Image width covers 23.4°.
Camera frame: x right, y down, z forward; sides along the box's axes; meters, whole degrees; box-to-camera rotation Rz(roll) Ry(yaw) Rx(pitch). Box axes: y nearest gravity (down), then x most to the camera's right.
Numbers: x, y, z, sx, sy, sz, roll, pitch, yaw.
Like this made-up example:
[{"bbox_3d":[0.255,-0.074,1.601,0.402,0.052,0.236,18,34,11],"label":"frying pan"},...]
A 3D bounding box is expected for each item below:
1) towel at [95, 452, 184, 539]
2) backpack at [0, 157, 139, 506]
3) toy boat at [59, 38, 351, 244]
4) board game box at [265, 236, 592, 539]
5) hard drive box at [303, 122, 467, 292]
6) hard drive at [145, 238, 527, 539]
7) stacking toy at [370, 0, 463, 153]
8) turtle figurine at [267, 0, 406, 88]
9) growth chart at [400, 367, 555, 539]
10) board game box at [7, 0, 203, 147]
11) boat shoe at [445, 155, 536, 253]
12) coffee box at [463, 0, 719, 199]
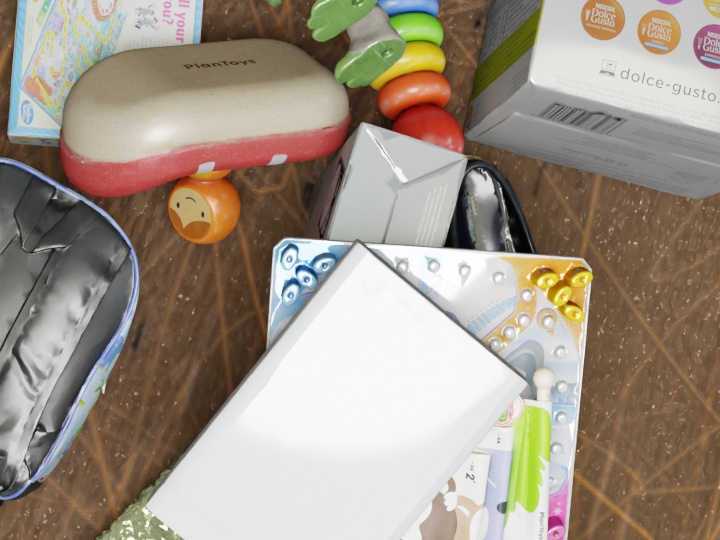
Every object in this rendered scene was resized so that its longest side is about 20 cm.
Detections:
[{"bbox_3d":[-0.116,0.218,1.220,0.148,0.036,0.200,43,73,-1],"label":"towel"},{"bbox_3d":[-0.248,0.032,1.172,0.182,0.147,0.201,33,84,-3],"label":"backpack"},{"bbox_3d":[-0.108,-0.080,1.198,0.198,0.130,0.132,-9,119,-26],"label":"toy boat"},{"bbox_3d":[0.039,0.087,1.072,0.198,0.026,0.202,4,97,-5],"label":"board game box"},{"bbox_3d":[0.000,0.000,1.186,0.076,0.200,0.157,17,81,-6],"label":"hard drive box"},{"bbox_3d":[-0.014,0.101,1.028,0.132,0.026,0.200,39,95,-7],"label":"hard drive"},{"bbox_3d":[0.027,-0.160,1.252,0.085,0.085,0.202,-10,78,-9],"label":"stacking toy"},{"bbox_3d":[-0.063,-0.212,1.173,0.198,0.144,0.195,-12,56,-25],"label":"turtle figurine"},{"bbox_3d":[0.023,0.138,1.056,0.198,0.018,0.146,-5,97,-2],"label":"growth chart"},{"bbox_3d":[-0.181,-0.188,1.263,0.133,0.034,0.202,5,83,-8],"label":"board game box"},{"bbox_3d":[0.100,0.012,1.270,0.074,0.062,0.202,-14,88,-11],"label":"boat shoe"},{"bbox_3d":[0.205,-0.181,1.235,0.198,0.200,0.200,14,82,-7],"label":"coffee box"}]
